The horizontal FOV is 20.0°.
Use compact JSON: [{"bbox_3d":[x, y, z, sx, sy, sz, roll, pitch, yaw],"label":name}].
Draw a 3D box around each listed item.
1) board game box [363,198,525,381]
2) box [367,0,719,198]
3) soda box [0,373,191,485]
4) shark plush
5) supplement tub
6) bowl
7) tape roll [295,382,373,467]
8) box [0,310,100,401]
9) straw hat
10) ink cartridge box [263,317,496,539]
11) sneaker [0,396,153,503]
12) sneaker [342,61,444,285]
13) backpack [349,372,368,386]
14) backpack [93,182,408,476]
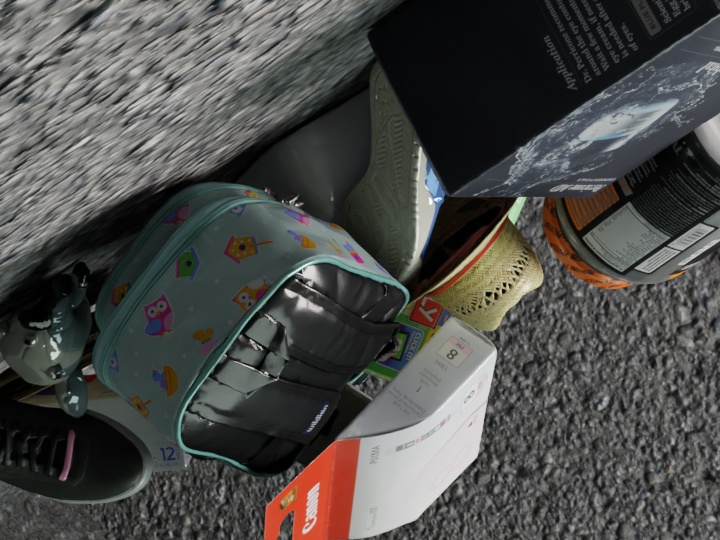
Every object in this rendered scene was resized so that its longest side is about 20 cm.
[{"bbox_3d":[0.040,-0.011,1.636,0.200,0.134,0.029,-66,156,-11],"label":"board game box"},{"bbox_3d":[0.147,-0.140,1.220,0.200,0.118,0.197,-33,165,28],"label":"box"},{"bbox_3d":[-0.233,0.125,1.626,0.199,0.068,0.063,-7,-163,9],"label":"soda box"},{"bbox_3d":[-0.215,0.026,1.390,0.083,0.091,0.200,-57,169,-17],"label":"shark plush"},{"bbox_3d":[0.215,-0.067,1.405,0.122,0.123,0.200,-30,175,-34],"label":"supplement tub"},{"bbox_3d":[0.001,-0.078,1.519,0.200,0.075,0.200,-33,179,-25],"label":"bowl"},{"bbox_3d":[-0.067,0.087,1.542,0.066,0.200,0.200,-57,178,-2],"label":"tape roll"},{"bbox_3d":[-0.213,0.052,1.601,0.163,0.021,0.200,-27,-172,29],"label":"box"},{"bbox_3d":[0.085,-0.003,1.486,0.201,0.085,0.201,-43,-165,15],"label":"straw hat"},{"bbox_3d":[0.014,0.147,1.450,0.200,0.057,0.163,-48,161,-27],"label":"ink cartridge box"},{"bbox_3d":[-0.252,0.125,1.449,0.099,0.200,0.071,3,100,-76],"label":"sneaker"},{"bbox_3d":[0.054,-0.079,1.400,0.111,0.077,0.200,-28,140,-35],"label":"sneaker"},{"bbox_3d":[-0.109,0.065,1.796,0.200,0.176,0.153,-27,173,-11],"label":"backpack"},{"bbox_3d":[-0.081,0.032,1.332,0.176,0.153,0.200,-50,164,8],"label":"backpack"}]
